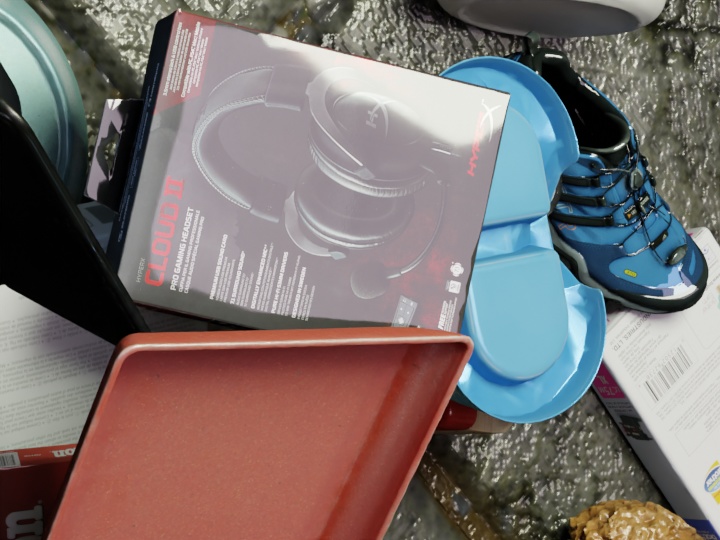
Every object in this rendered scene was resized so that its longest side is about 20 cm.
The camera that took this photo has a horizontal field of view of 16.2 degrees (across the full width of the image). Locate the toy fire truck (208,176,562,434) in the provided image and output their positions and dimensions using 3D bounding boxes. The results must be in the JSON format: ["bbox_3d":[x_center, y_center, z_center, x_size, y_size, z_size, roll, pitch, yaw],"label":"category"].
[{"bbox_3d":[0.000,0.000,1.444,0.199,0.128,0.177,8,82,-42],"label":"toy fire truck"}]

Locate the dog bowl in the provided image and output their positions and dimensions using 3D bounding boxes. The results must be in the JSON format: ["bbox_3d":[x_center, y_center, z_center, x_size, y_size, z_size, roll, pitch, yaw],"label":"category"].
[{"bbox_3d":[0.069,-0.015,1.399,0.111,0.050,0.201,-10,92,-31],"label":"dog bowl"}]

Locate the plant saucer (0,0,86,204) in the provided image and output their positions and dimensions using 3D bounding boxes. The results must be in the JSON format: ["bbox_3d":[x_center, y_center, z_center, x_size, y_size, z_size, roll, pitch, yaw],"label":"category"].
[{"bbox_3d":[-0.229,-0.071,1.342,0.199,0.027,0.201,3,84,-32],"label":"plant saucer"}]

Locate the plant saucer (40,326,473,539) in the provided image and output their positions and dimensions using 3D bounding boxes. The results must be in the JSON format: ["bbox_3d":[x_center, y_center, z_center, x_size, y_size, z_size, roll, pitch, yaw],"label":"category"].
[{"bbox_3d":[-0.065,0.100,1.245,0.199,0.037,0.200,0,129,-33],"label":"plant saucer"}]

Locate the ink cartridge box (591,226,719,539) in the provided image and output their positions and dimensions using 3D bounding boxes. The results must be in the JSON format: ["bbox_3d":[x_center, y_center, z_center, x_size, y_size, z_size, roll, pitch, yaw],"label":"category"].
[{"bbox_3d":[0.226,0.088,1.616,0.119,0.042,0.200,-43,106,-26],"label":"ink cartridge box"}]

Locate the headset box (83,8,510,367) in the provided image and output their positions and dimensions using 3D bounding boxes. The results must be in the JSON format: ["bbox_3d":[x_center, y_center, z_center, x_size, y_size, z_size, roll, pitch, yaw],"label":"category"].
[{"bbox_3d":[-0.040,-0.040,1.296,0.199,0.077,0.150,14,86,-13],"label":"headset box"}]

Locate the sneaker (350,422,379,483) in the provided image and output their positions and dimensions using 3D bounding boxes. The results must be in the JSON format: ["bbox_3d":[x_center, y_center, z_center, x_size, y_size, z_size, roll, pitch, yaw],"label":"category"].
[{"bbox_3d":[-0.012,0.112,1.395,0.067,0.201,0.090,25,48,11],"label":"sneaker"}]

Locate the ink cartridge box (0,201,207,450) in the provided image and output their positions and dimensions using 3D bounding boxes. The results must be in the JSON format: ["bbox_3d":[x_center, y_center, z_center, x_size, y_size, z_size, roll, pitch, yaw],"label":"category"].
[{"bbox_3d":[-0.161,0.066,1.360,0.162,0.057,0.201,-13,123,-32],"label":"ink cartridge box"}]

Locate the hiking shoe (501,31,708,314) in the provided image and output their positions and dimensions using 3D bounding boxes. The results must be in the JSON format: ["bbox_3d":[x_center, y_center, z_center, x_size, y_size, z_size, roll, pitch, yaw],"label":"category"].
[{"bbox_3d":[0.142,-0.051,1.529,0.200,0.087,0.074,45,66,-10],"label":"hiking shoe"}]

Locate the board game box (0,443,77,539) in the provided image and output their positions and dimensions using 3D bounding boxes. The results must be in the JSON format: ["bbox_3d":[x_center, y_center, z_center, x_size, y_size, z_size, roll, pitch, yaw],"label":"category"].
[{"bbox_3d":[-0.148,0.178,1.310,0.102,0.019,0.201,-5,119,-13],"label":"board game box"}]

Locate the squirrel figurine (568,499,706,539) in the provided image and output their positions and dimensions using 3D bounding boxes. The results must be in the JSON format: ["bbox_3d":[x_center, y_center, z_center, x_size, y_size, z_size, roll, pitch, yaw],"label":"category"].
[{"bbox_3d":[0.170,0.248,1.534,0.200,0.141,0.187,36,79,-11],"label":"squirrel figurine"}]

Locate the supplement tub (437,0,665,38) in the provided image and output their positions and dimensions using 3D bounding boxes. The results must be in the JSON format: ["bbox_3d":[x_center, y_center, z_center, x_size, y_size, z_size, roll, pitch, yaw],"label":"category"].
[{"bbox_3d":[0.118,-0.248,1.511,0.140,0.140,0.201,9,82,-32],"label":"supplement tub"}]

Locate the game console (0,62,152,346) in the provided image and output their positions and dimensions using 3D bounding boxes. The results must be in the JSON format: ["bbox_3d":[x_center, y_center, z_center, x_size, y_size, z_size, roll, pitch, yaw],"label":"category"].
[{"bbox_3d":[-0.166,-0.076,1.189,0.200,0.116,0.177,67,23,-52],"label":"game console"}]
